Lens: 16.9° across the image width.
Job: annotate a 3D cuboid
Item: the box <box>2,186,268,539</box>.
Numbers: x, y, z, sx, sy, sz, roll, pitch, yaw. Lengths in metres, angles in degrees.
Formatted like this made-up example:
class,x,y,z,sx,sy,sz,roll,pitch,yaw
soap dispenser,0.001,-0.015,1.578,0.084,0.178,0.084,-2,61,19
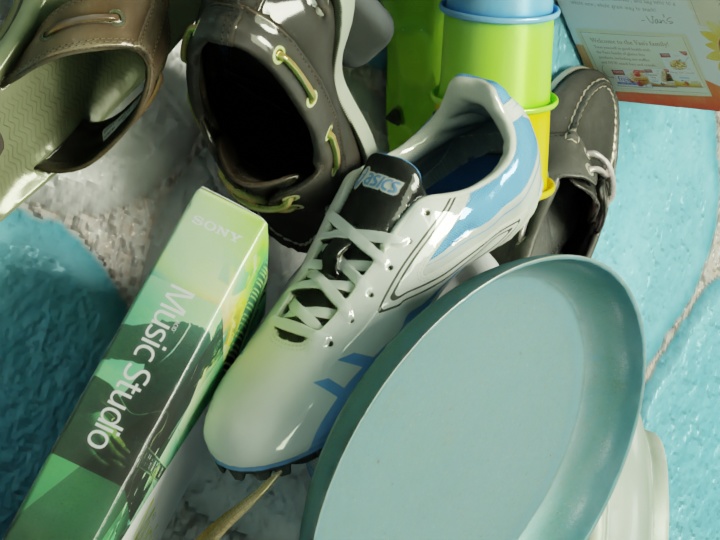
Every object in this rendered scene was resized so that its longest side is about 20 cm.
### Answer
class,x,y,z,sx,sy,sz,roll,pitch,yaw
box,-0.094,0.081,0.953,0.144,0.036,0.201,98,17,-70

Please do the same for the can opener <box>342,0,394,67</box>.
class,x,y,z,sx,sy,sz,roll,pitch,yaw
can opener,-0.060,-0.144,1.003,0.066,0.053,0.200,-44,137,11

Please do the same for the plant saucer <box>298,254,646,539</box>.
class,x,y,z,sx,sy,sz,roll,pitch,yaw
plant saucer,0.043,0.081,0.990,0.200,0.027,0.201,-28,133,-35

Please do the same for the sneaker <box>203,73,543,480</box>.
class,x,y,z,sx,sy,sz,roll,pitch,yaw
sneaker,0.000,0.000,0.977,0.200,0.072,0.073,-50,134,-24

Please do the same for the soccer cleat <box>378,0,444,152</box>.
class,x,y,z,sx,sy,sz,roll,pitch,yaw
soccer cleat,0.044,-0.129,1.117,0.081,0.067,0.201,-31,127,-54

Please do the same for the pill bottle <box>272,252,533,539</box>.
class,x,y,z,sx,sy,sz,roll,pitch,yaw
pill bottle,0.030,0.082,1.090,0.109,0.108,0.200,-52,145,-29

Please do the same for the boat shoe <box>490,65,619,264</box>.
class,x,y,z,sx,sy,sz,roll,pitch,yaw
boat shoe,0.095,-0.011,1.198,0.067,0.057,0.201,47,63,-44

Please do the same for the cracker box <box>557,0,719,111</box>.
class,x,y,z,sx,sy,sz,roll,pitch,yaw
cracker box,0.151,-0.169,1.171,0.058,0.134,0.200,-53,134,-29

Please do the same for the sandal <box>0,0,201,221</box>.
class,x,y,z,sx,sy,sz,roll,pitch,yaw
sandal,-0.109,-0.071,0.925,0.201,0.057,0.080,-53,140,-18

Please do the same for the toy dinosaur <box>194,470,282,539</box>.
class,x,y,z,sx,sy,sz,roll,pitch,yaw
toy dinosaur,-0.092,0.163,0.962,0.101,0.058,0.200,-77,-171,-48

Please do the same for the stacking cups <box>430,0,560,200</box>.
class,x,y,z,sx,sy,sz,roll,pitch,yaw
stacking cups,0.058,-0.133,1.047,0.060,0.060,0.201,-16,113,-47

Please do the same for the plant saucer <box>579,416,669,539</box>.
class,x,y,z,sx,sy,sz,roll,pitch,yaw
plant saucer,0.115,0.129,1.166,0.200,0.050,0.201,-176,-90,-88

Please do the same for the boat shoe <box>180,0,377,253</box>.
class,x,y,z,sx,sy,sz,roll,pitch,yaw
boat shoe,-0.038,-0.061,0.985,0.061,0.071,0.201,-61,163,-26
